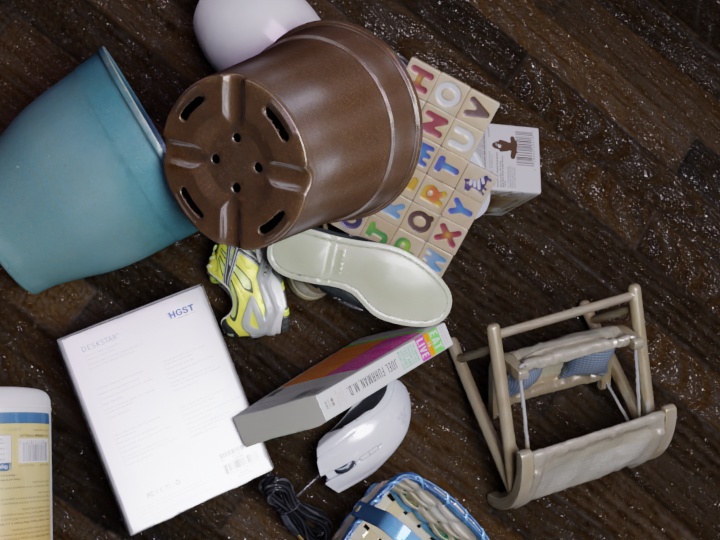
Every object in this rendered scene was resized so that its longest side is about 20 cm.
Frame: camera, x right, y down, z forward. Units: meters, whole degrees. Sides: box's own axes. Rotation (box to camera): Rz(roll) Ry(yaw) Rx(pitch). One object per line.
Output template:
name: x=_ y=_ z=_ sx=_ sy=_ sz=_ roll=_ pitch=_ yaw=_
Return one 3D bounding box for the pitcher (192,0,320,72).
pitcher: x=-0.075 y=-0.236 z=1.088 sx=0.199 sy=0.171 sz=0.122 roll=36 pitch=101 yaw=11

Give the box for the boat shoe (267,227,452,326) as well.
boat shoe: x=-0.001 y=0.002 z=1.018 sx=0.196 sy=0.066 sz=0.076 roll=14 pitch=96 yaw=-5

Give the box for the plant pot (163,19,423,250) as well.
plant pot: x=-0.068 y=-0.121 z=0.910 sx=0.202 sy=0.199 sz=0.198 roll=56 pitch=31 yaw=0

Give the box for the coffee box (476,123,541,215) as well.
coffee box: x=0.090 y=-0.117 z=1.111 sx=0.196 sy=0.114 sz=0.081 roll=3 pitch=79 yaw=-15

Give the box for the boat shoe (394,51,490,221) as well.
boat shoe: x=0.073 y=-0.145 z=1.018 sx=0.201 sy=0.068 sz=0.057 roll=54 pitch=25 yaw=-14

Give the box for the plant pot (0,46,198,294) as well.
plant pot: x=-0.275 y=-0.080 z=0.962 sx=0.186 sy=0.200 sz=0.202 roll=-32 pitch=89 yaw=-4

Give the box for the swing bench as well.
swing bench: x=0.227 y=0.143 z=1.091 sx=0.196 sy=0.130 sz=0.203 roll=-14 pitch=83 yaw=-19

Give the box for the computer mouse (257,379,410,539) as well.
computer mouse: x=-0.010 y=0.194 z=1.037 sx=0.200 sy=0.044 sz=0.110 roll=-44 pitch=121 yaw=-21

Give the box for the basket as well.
basket: x=0.057 y=0.286 z=0.967 sx=0.176 sy=0.200 sz=0.139 roll=45 pitch=78 yaw=-11

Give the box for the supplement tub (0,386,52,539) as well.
supplement tub: x=-0.354 y=0.213 z=0.893 sx=0.142 sy=0.145 sz=0.204 roll=-1 pitch=79 yaw=-17

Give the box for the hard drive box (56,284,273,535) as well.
hard drive box: x=-0.198 y=0.139 z=0.991 sx=0.154 sy=0.077 sz=0.203 roll=-20 pitch=86 yaw=-20

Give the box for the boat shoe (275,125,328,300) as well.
boat shoe: x=-0.071 y=-0.069 z=1.077 sx=0.071 sy=0.065 sz=0.203 roll=-14 pitch=83 yaw=-19

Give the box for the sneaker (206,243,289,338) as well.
sneaker: x=-0.132 y=-0.026 z=1.048 sx=0.075 sy=0.075 sz=0.203 roll=-14 pitch=77 yaw=-9

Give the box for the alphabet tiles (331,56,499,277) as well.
alphabet tiles: x=0.053 y=-0.106 z=1.003 sx=0.165 sy=0.202 sz=0.008 roll=27 pitch=28 yaw=-2

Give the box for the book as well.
book: x=-0.014 y=0.109 z=0.983 sx=0.199 sy=0.133 sz=0.049 roll=-24 pitch=91 yaw=-45
